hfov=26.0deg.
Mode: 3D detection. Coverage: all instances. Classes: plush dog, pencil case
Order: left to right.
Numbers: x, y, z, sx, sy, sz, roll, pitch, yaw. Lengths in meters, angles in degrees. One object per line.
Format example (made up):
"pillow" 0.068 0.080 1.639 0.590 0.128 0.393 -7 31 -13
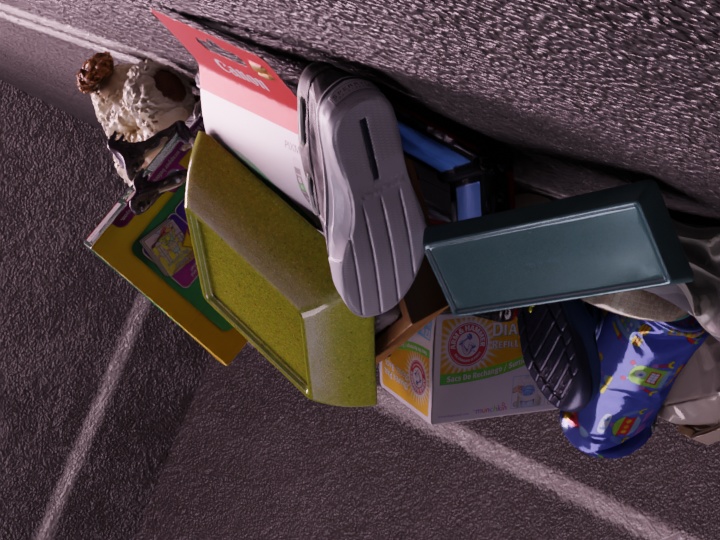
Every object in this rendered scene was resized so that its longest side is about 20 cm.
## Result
"plush dog" -0.209 -0.143 1.589 0.199 0.161 0.172 27 -157 -45
"pencil case" 0.234 0.079 1.314 0.086 0.079 0.201 15 136 -2

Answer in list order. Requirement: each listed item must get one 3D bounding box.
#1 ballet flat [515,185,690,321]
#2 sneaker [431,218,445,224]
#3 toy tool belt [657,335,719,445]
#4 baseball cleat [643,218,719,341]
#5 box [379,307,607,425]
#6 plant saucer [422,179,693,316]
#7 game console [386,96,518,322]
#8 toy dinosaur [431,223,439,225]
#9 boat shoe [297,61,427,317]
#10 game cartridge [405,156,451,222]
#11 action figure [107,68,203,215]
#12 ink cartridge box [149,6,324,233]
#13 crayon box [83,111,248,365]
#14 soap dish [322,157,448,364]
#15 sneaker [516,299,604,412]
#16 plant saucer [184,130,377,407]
"ballet flat" 0.174 -0.016 1.224 0.198 0.068 0.063 21 149 24
"sneaker" 0.049 -0.028 1.546 0.086 0.075 0.200 7 -151 29
"toy tool belt" 0.316 0.090 1.389 0.122 0.126 0.200 -5 166 -23
"baseball cleat" 0.243 0.005 1.020 0.106 0.070 0.200 17 -168 -29
"box" 0.128 0.065 1.416 0.198 0.103 0.112 -4 -164 -23
"plant saucer" 0.120 -0.008 1.012 0.199 0.019 0.070 -10 109 48
"game console" 0.042 -0.048 1.164 0.117 0.175 0.200 -3 -179 -5
"toy dinosaur" 0.030 -0.036 1.456 0.199 0.061 0.106 25 180 -36
"boat shoe" -0.001 -0.059 1.077 0.071 0.071 0.201 51 155 44
"game cartridge" 0.037 -0.084 1.449 0.132 0.041 0.200 28 177 -18
"action figure" -0.111 -0.117 1.324 0.198 0.103 0.119 -15 135 13
"ink cartridge box" -0.071 -0.100 1.160 0.160 0.050 0.200 29 170 47
"crayon box" -0.130 -0.044 1.467 0.172 0.200 0.058 42 173 -17
"soap dish" 0.000 0.000 1.336 0.080 0.159 0.200 -10 164 -25
"sneaker" 0.173 0.028 1.289 0.081 0.074 0.201 8 -133 -22
"plant saucer" -0.072 0.014 1.250 0.200 0.048 0.200 41 157 24
